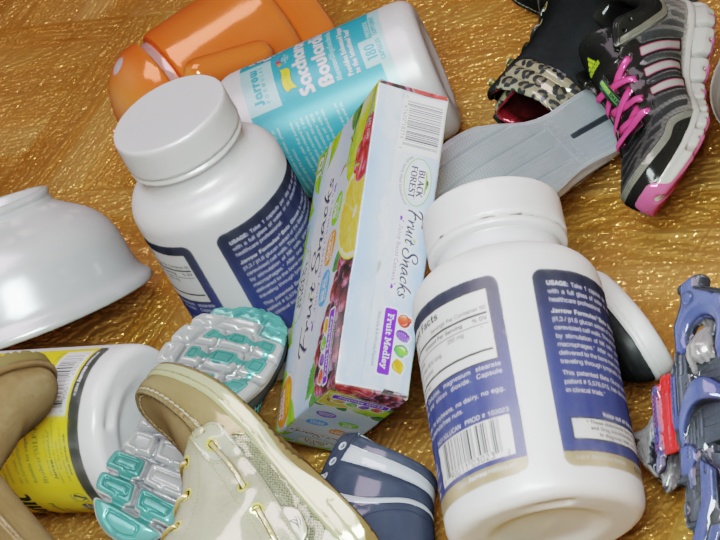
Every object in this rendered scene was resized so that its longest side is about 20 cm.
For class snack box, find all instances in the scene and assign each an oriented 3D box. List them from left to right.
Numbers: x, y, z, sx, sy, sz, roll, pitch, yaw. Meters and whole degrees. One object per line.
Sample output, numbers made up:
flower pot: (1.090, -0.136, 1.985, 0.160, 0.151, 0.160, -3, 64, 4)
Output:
snack box: (0.000, 0.000, 1.322, 0.142, 0.053, 0.201, 131, 150, -66)

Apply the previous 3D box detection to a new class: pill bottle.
pill bottle: (-0.223, 0.108, 1.416, 0.199, 0.112, 0.111, -3, 41, 32)
pill bottle: (-0.087, -0.030, 1.419, 0.111, 0.200, 0.111, -18, 36, 14)
pill bottle: (-0.033, -0.116, 1.572, 0.199, 0.111, 0.111, -23, 35, 8)
pill bottle: (0.090, 0.054, 1.185, 0.111, 0.111, 0.201, -17, 62, 17)

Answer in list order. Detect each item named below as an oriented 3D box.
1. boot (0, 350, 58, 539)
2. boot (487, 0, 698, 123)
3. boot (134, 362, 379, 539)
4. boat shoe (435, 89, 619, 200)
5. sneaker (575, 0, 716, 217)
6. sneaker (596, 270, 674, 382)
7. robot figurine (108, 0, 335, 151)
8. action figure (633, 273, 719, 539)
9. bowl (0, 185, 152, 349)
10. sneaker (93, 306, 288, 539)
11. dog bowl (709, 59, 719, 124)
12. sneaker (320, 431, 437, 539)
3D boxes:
boot: (-0.199, 0.155, 1.244, 0.175, 0.066, 0.200, -26, 64, -42)
boot: (0.138, -0.175, 1.565, 0.154, 0.074, 0.203, -44, 36, -17)
boot: (-0.101, 0.152, 1.186, 0.155, 0.072, 0.200, -40, 56, -17)
boat shoe: (0.111, -0.064, 1.408, 0.200, 0.062, 0.072, -23, 67, -35)
sneaker: (0.182, -0.119, 1.396, 0.074, 0.087, 0.200, 122, 166, -48)
sneaker: (0.108, 0.048, 1.307, 0.112, 0.073, 0.200, -37, 27, -7)
robot figurine: (-0.117, -0.159, 1.681, 0.200, 0.117, 0.144, -35, 42, -9)
action figure: (0.236, 0.104, 1.150, 0.193, 0.104, 0.201, -8, 66, 37)
bowl: (-0.261, -0.004, 1.538, 0.200, 0.091, 0.201, -19, 10, 3)
sneaker: (-0.106, 0.110, 1.350, 0.077, 0.091, 0.200, 20, 55, 19)
dog bowl: (0.332, -0.118, 1.366, 0.199, 0.059, 0.200, -19, 35, 14)
sneaker: (-0.045, 0.159, 1.261, 0.199, 0.070, 0.109, -5, 45, 20)
